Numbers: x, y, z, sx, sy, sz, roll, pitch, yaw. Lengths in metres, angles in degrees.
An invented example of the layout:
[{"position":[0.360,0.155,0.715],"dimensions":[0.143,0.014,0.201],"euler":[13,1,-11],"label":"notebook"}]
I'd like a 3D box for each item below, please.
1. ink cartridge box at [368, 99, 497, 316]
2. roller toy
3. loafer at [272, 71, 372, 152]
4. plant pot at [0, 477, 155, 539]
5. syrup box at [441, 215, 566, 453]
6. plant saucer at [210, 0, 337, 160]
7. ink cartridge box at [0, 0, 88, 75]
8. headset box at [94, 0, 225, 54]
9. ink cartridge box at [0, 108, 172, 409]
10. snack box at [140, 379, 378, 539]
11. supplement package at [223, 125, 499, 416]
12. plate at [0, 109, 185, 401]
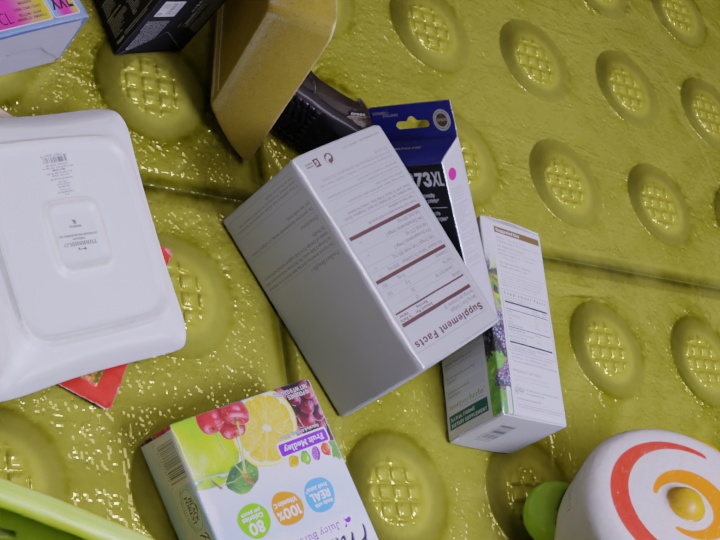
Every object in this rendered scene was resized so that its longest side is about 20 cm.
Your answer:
[{"position":[0.056,-0.046,1.131],"dimensions":[0.037,0.094,0.201],"euler":[-26,110,-44],"label":"ink cartridge box"},{"position":[0.261,0.237,1.124],"dimensions":[0.199,0.140,0.183],"euler":[-4,47,-25],"label":"roller toy"},{"position":[-0.002,-0.125,1.197],"dimensions":[0.200,0.073,0.072],"euler":[40,45,-18],"label":"loafer"},{"position":[-0.224,0.245,0.718],"dimensions":[0.199,0.181,0.200],"euler":[28,50,-24],"label":"plant pot"},{"position":[0.125,0.059,1.193],"dimensions":[0.081,0.079,0.201],"euler":[15,57,-33],"label":"syrup box"},{"position":[-0.081,-0.229,1.109],"dimensions":[0.048,0.200,0.201],"euler":[12,57,-22],"label":"plant saucer"},{"position":[-0.324,-0.249,1.000],"dimensions":[0.136,0.076,0.201],"euler":[-28,83,-46],"label":"ink cartridge box"},{"position":[-0.182,-0.309,1.099],"dimensions":[0.075,0.149,0.201],"euler":[-13,74,-42],"label":"headset box"},{"position":[-0.237,-0.013,0.952],"dimensions":[0.199,0.050,0.163],"euler":[31,50,-19],"label":"ink cartridge box"},{"position":[-0.062,0.196,0.974],"dimensions":[0.142,0.053,0.201],"euler":[-15,76,-43],"label":"snack box"},{"position":[0.000,0.000,1.095],"dimensions":[0.117,0.117,0.201],"euler":[-28,85,-45],"label":"supplement package"},{"position":[-0.214,-0.022,0.941],"dimensions":[0.199,0.032,0.201],"euler":[-14,86,-53],"label":"plate"}]
